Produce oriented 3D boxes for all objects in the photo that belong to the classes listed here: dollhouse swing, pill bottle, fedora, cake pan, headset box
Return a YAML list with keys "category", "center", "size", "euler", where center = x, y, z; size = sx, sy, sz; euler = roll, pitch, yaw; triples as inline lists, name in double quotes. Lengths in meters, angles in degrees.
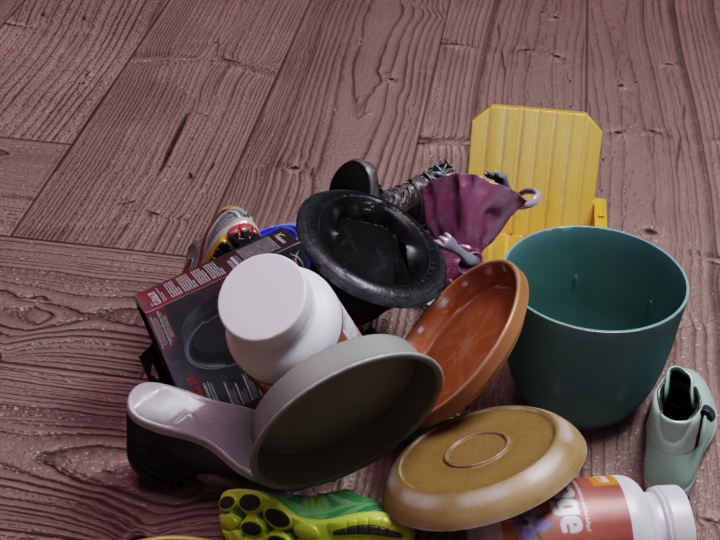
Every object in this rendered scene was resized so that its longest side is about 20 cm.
- category: "dollhouse swing"
  center: [0.214, -0.087, 1.691]
  size: [0.197, 0.178, 0.183]
  euler: [6, 34, 5]
- category: "pill bottle"
  center: [-0.062, 0.068, 1.281]
  size: [0.111, 0.200, 0.114]
  euler: [-7, 62, 14]
- category: "fedora"
  center: [0.000, 0.000, 1.486]
  size: [0.198, 0.092, 0.202]
  euler: [19, 33, -13]
- category: "pill bottle"
  center: [0.204, 0.249, 1.251]
  size: [0.197, 0.113, 0.113]
  euler: [-3, 34, -8]
- category: "cake pan"
  center: [-0.018, 0.129, 1.245]
  size: [0.198, 0.201, 0.037]
  euler: [-16, 55, -24]
- category: "headset box"
  center: [-0.136, 0.067, 1.425]
  size: [0.198, 0.150, 0.077]
  euler: [-24, 20, -13]

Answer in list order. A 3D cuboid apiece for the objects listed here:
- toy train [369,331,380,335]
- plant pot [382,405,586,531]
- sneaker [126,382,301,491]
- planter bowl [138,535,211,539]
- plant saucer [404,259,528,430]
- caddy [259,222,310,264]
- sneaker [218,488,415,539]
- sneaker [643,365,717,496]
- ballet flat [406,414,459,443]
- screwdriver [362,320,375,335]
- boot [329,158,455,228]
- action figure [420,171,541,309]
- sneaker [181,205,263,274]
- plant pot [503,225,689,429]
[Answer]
- category: "toy train"
  center: [-0.042, 0.142, 1.443]
  size: [0.198, 0.056, 0.150]
  euler: [-27, 21, -16]
- category: "plant pot"
  center: [0.111, 0.176, 1.255]
  size: [0.197, 0.028, 0.200]
  euler: [-17, 17, 5]
- category: "sneaker"
  center: [-0.147, 0.185, 1.353]
  size: [0.198, 0.100, 0.071]
  euler: [22, 48, -4]
- category: "planter bowl"
  center: [-0.164, 0.326, 1.142]
  size: [0.197, 0.084, 0.201]
  euler: [2, 35, -1]
- category: "plant saucer"
  center: [0.101, 0.078, 1.374]
  size: [0.032, 0.200, 0.201]
  euler: [37, 29, -19]
- category: "caddy"
  center: [-0.074, 0.016, 1.582]
  size: [0.139, 0.106, 0.201]
  euler: [4, 34, 1]
- category: "sneaker"
  center: [-0.042, 0.249, 1.293]
  size: [0.197, 0.075, 0.083]
  euler: [7, 4, 16]
- category: "sneaker"
  center: [0.344, 0.136, 1.420]
  size: [0.073, 0.120, 0.201]
  euler: [9, 33, 14]
- category: "ballet flat"
  center: [0.093, 0.180, 1.396]
  size: [0.069, 0.070, 0.200]
  euler: [-11, 36, -19]
- category: "screwdriver"
  center: [0.017, 0.062, 1.594]
  size: [0.029, 0.028, 0.201]
  euler: [35, 36, -6]
- category: "boot"
  center: [0.048, -0.095, 1.678]
  size: [0.173, 0.201, 0.069]
  euler: [-31, 60, -25]
- category: "action figure"
  center: [0.120, -0.016, 1.620]
  size: [0.147, 0.203, 0.133]
  euler: [14, -14, -30]
- category: "sneaker"
  center: [-0.169, 0.015, 1.515]
  size: [0.077, 0.201, 0.083]
  euler: [22, 27, -30]
- category: "plant pot"
  center: [0.246, 0.073, 1.469]
  size: [0.197, 0.163, 0.202]
  euler: [1, 34, -1]
